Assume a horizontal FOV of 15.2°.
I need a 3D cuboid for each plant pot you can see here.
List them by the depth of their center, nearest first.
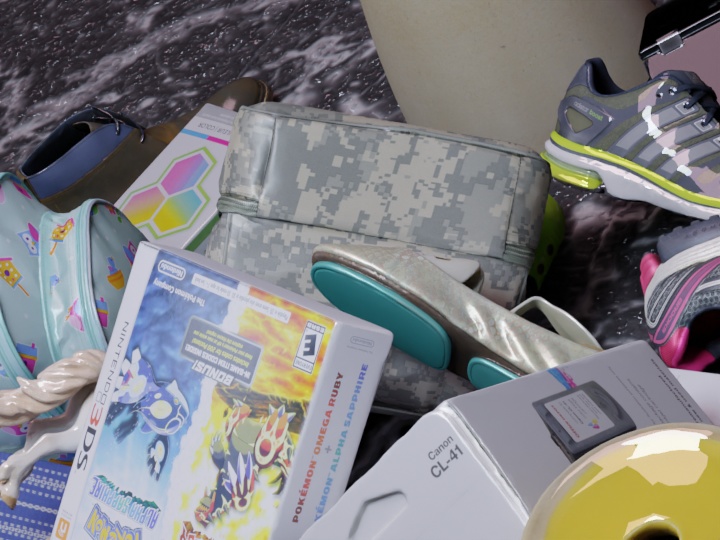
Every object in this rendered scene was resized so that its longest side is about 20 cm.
[{"bbox_3d":[0.161,0.174,1.222,0.200,0.189,0.201,-16,43,16],"label":"plant pot"},{"bbox_3d":[0.071,-0.195,1.770,0.187,0.200,0.187,-24,35,18],"label":"plant pot"}]

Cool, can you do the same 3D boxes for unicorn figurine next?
[{"bbox_3d":[-0.134,0.121,1.584,0.137,0.200,0.074,-39,49,-11],"label":"unicorn figurine"}]

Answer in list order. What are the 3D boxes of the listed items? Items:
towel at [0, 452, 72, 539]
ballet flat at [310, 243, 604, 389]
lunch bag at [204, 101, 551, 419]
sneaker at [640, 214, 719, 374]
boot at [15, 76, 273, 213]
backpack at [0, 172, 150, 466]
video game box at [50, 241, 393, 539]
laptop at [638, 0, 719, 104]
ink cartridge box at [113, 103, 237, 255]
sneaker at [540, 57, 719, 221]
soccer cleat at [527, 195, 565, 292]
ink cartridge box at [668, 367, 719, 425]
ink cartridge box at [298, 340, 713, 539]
[{"bbox_3d":[-0.172,0.197,1.595,0.145,0.024,0.200,14,42,-5],"label":"towel"},{"bbox_3d":[0.067,0.031,1.485,0.200,0.067,0.062,33,64,9],"label":"ballet flat"},{"bbox_3d":[0.000,0.000,1.574,0.139,0.200,0.168,156,124,-83],"label":"lunch bag"},{"bbox_3d":[0.251,-0.002,1.488,0.200,0.081,0.075,-27,40,25],"label":"sneaker"},{"bbox_3d":[-0.155,-0.091,1.938,0.200,0.097,0.075,-45,34,-12],"label":"boot"},{"bbox_3d":[-0.209,0.036,1.707,0.153,0.200,0.176,-21,56,23],"label":"backpack"},{"bbox_3d":[-0.080,0.093,1.452,0.200,0.047,0.183,20,96,52],"label":"video game box"},{"bbox_3d":[0.280,-0.134,1.663,0.187,0.116,0.200,-26,11,14],"label":"laptop"},{"bbox_3d":[-0.126,-0.020,1.860,0.200,0.059,0.104,-49,36,-17],"label":"ink cartridge box"},{"bbox_3d":[0.197,-0.074,1.571,0.200,0.074,0.081,14,100,26],"label":"sneaker"},{"bbox_3d":[0.036,-0.013,1.705,0.200,0.068,0.081,-7,50,34],"label":"soccer cleat"},{"bbox_3d":[0.159,0.100,1.477,0.200,0.039,0.100,8,53,45],"label":"ink cartridge box"},{"bbox_3d":[0.074,0.122,1.349,0.148,0.086,0.200,-47,-18,31],"label":"ink cartridge box"}]
